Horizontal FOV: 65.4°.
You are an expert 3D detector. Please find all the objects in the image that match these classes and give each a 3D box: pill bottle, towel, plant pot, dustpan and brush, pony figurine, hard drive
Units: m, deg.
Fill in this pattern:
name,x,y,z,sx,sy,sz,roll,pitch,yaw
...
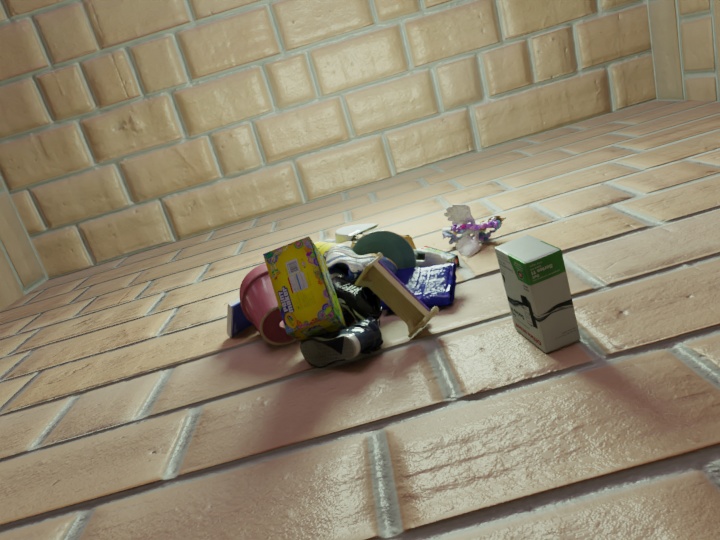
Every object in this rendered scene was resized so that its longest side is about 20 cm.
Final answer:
name,x,y,z,sx,sy,sz,roll,pitch,yaw
pill bottle,-0.105,-0.030,1.715,0.111,0.113,0.199,-27,20,-30
towel,0.160,0.049,1.513,0.198,0.050,0.149,-6,40,25
plant pot,-0.228,0.102,1.549,0.198,0.202,0.179,-19,32,-7
dustpan and brush,-0.051,-0.104,1.755,0.198,0.058,0.139,4,21,39
pony figurine,0.348,-0.134,1.814,0.191,0.169,0.200,-15,0,-22
hard drive,-0.317,0.107,1.699,0.025,0.133,0.199,36,46,24

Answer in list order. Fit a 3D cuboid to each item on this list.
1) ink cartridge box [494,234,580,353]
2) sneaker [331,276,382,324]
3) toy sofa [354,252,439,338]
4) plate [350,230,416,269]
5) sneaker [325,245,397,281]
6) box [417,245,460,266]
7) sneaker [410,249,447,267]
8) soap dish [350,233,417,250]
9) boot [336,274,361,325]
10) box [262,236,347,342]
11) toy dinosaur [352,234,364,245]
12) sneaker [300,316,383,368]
name,x,y,z,sx,sy,sz,roll,pitch,yaw
ink cartridge box,0.359,0.045,1.144,0.082,0.202,0.147,-21,17,-5
sneaker,-0.007,0.057,1.435,0.072,0.113,0.200,-21,53,-31
toy sofa,0.093,0.053,1.353,0.097,0.200,0.083,-38,-12,-42
plate,0.060,-0.020,1.601,0.198,0.202,0.026,-15,21,5
sneaker,0.000,0.000,1.532,0.197,0.076,0.089,11,45,6
box,0.213,-0.030,1.770,0.109,0.035,0.200,-22,18,-18
sneaker,0.160,-0.027,1.650,0.199,0.088,0.076,-20,48,53
soap dish,0.070,-0.075,1.788,0.155,0.082,0.200,-5,9,-23
boot,-0.052,0.080,1.528,0.198,0.068,0.131,-19,56,-30
box,-0.129,0.055,1.362,0.121,0.202,0.193,-20,-17,2
toy dinosaur,0.017,-0.050,1.645,0.198,0.107,0.060,-24,31,-13
sneaker,-0.038,0.170,1.343,0.201,0.078,0.145,-12,7,42
